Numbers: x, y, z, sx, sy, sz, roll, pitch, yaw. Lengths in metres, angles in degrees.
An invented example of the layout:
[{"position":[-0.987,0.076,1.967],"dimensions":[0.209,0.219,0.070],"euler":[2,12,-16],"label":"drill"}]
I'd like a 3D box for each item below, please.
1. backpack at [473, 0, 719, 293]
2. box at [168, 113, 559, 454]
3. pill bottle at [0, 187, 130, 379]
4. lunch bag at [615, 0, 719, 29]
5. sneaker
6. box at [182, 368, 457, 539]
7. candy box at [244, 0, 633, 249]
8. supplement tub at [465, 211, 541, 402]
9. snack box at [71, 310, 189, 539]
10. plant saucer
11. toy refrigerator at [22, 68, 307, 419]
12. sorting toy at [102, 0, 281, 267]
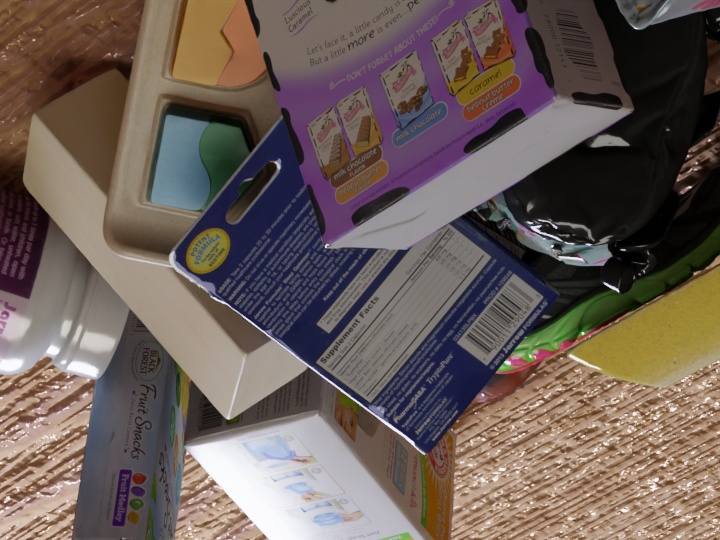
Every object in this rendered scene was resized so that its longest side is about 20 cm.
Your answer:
[{"position":[0.125,-0.078,1.541],"dimensions":[0.126,0.167,0.200],"euler":[24,175,4],"label":"backpack"},{"position":[0.000,0.000,1.558],"dimensions":[0.200,0.032,0.121],"euler":[37,97,-25],"label":"box"},{"position":[-0.245,0.000,1.743],"dimensions":[0.199,0.113,0.112],"euler":[18,141,-14],"label":"pill bottle"},{"position":[0.205,-0.216,1.322],"dimensions":[0.200,0.127,0.169],"euler":[-47,163,32],"label":"lunch bag"},{"position":[0.145,-0.015,1.652],"dimensions":[0.199,0.084,0.077],"euler":[-28,177,-13],"label":"sneaker"},{"position":[-0.022,0.112,1.852],"dimensions":[0.101,0.113,0.200],"euler":[-14,138,22],"label":"box"},{"position":[0.030,-0.136,1.443],"dimensions":[0.167,0.201,0.071],"euler":[-31,159,36],"label":"candy box"},{"position":[0.022,-0.005,1.699],"dimensions":[0.200,0.107,0.107],"euler":[30,137,-27],"label":"supplement tub"},{"position":[-0.147,0.130,1.822],"dimensions":[0.053,0.201,0.143],"euler":[3,142,4],"label":"snack box"},{"position":[0.245,0.001,1.606],"dimensions":[0.200,0.200,0.049],"euler":[-32,85,45],"label":"plant saucer"},{"position":[-0.108,-0.018,1.641],"dimensions":[0.200,0.070,0.076],"euler":[48,150,19],"label":"toy refrigerator"},{"position":[-0.038,-0.088,1.563],"dimensions":[0.184,0.036,0.201],"euler":[11,103,-5],"label":"sorting toy"}]
